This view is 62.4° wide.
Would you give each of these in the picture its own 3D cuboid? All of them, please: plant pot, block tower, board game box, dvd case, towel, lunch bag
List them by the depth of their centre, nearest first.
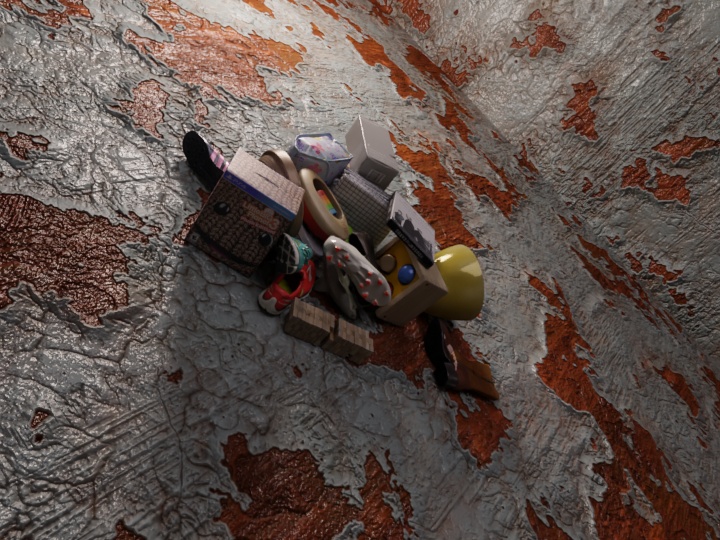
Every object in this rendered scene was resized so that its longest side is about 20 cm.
[{"bbox_3d":[-0.236,-0.113,1.214,0.158,0.200,0.097,31,34,-16],"label":"board game box"},{"bbox_3d":[-0.069,0.130,1.251,0.199,0.058,0.054,29,35,-24],"label":"block tower"},{"bbox_3d":[-0.210,-0.162,1.320,0.092,0.202,0.202,-14,61,-30],"label":"plant pot"},{"bbox_3d":[0.124,-0.103,1.437,0.150,0.025,0.200,45,22,-13],"label":"dvd case"},{"bbox_3d":[-0.137,-0.245,1.498,0.127,0.170,0.199,47,31,16],"label":"lunch bag"},{"bbox_3d":[-0.010,-0.153,1.535,0.199,0.166,0.086,32,31,-18],"label":"towel"},{"bbox_3d":[0.209,0.041,1.553,0.140,0.201,0.202,-8,54,-21],"label":"plant pot"}]

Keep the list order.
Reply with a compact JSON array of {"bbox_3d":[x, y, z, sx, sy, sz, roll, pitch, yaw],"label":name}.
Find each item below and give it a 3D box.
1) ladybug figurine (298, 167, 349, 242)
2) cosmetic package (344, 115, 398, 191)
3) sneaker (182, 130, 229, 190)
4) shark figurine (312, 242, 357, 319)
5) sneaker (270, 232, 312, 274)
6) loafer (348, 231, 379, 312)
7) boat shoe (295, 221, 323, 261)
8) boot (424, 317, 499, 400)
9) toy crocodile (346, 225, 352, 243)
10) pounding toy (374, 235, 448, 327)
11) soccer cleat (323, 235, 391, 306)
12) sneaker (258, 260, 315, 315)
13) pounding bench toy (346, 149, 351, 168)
[{"bbox_3d":[-0.098,-0.143,1.392,0.201,0.072,0.136,60,20,7],"label":"ladybug figurine"},{"bbox_3d":[0.028,-0.316,1.603,0.106,0.090,0.202,19,42,-28],"label":"cosmetic package"},{"bbox_3d":[-0.338,-0.239,1.387,0.201,0.070,0.082,53,17,11],"label":"sneaker"},{"bbox_3d":[-0.077,0.006,1.369,0.128,0.089,0.217,53,17,-62],"label":"shark figurine"},{"bbox_3d":[-0.137,-0.040,1.238,0.079,0.079,0.200,8,11,-15],"label":"sneaker"},{"bbox_3d":[0.000,0.000,1.391,0.071,0.072,0.202,21,51,-55],"label":"loafer"},{"bbox_3d":[-0.158,-0.101,1.400,0.202,0.069,0.071,63,21,16],"label":"boat shoe"},{"bbox_3d":[0.261,0.220,1.487,0.198,0.069,0.190,18,40,-34],"label":"boot"},{"bbox_3d":[-0.081,-0.093,1.481,0.199,0.068,0.062,31,41,-15],"label":"toy crocodile"},{"bbox_3d":[0.074,0.007,1.449,0.142,0.184,0.202,26,34,-45],"label":"pounding toy"},{"bbox_3d":[-0.003,-0.003,1.317,0.200,0.069,0.078,44,19,-19],"label":"soccer cleat"},{"bbox_3d":[-0.137,0.024,1.268,0.077,0.085,0.200,42,33,-3],"label":"sneaker"},{"bbox_3d":[-0.061,-0.290,1.672,0.200,0.124,0.156,47,33,7],"label":"pounding bench toy"}]
